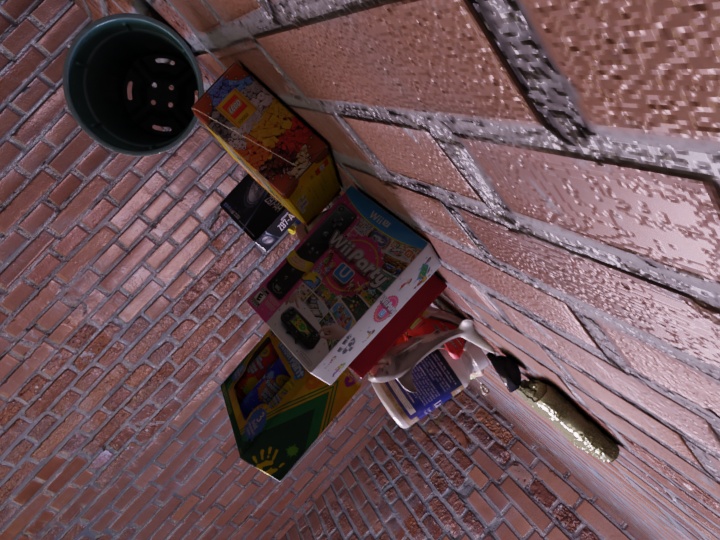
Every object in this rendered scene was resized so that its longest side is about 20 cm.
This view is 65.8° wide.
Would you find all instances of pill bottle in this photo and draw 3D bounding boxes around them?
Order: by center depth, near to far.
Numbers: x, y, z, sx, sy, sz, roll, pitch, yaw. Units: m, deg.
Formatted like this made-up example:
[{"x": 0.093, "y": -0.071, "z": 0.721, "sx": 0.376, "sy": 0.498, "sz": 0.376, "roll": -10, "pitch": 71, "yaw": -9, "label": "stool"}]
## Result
[{"x": 0.129, "y": 0.190, "z": 1.029, "sx": 0.116, "sy": 0.200, "sz": 0.116, "roll": 55, "pitch": -179, "yaw": -1, "label": "pill bottle"}]

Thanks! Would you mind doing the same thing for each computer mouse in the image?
[{"x": 0.246, "y": 0.165, "z": 0.951, "sx": 0.059, "sy": 0.034, "sz": 0.200, "roll": 58, "pitch": -175, "yaw": 4, "label": "computer mouse"}]

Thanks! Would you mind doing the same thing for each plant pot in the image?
[{"x": -0.344, "y": -0.292, "z": 0.910, "sx": 0.200, "sy": 0.200, "sz": 0.196, "roll": 44, "pitch": -176, "yaw": -15, "label": "plant pot"}]

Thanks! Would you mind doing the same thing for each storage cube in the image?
[{"x": -0.004, "y": 0.028, "z": 0.848, "sx": 0.171, "sy": 0.180, "sz": 0.200, "roll": 43, "pitch": 178, "yaw": -3, "label": "storage cube"}]

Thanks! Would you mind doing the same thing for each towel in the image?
[{"x": 0.311, "y": 0.228, "z": 0.861, "sx": 0.148, "sy": 0.036, "sz": 0.200, "roll": 42, "pitch": 177, "yaw": 9, "label": "towel"}]

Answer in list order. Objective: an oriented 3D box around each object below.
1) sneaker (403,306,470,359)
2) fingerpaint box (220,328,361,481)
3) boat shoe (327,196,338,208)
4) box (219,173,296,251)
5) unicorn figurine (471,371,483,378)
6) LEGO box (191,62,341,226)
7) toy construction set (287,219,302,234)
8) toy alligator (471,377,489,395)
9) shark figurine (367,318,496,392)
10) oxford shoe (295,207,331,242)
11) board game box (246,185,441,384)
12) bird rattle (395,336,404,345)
[{"x": 0.094, "y": 0.101, "z": 0.975, "sx": 0.200, "sy": 0.085, "sz": 0.077, "roll": 15, "pitch": 159, "yaw": 31, "label": "sneaker"}, {"x": -0.108, "y": 0.163, "z": 0.791, "sx": 0.073, "sy": 0.167, "sz": 0.200, "roll": 42, "pitch": 179, "yaw": -27, "label": "fingerpaint box"}, {"x": -0.084, "y": -0.120, "z": 0.943, "sx": 0.072, "sy": 0.062, "sz": 0.200, "roll": 43, "pitch": 177, "yaw": -6, "label": "boat shoe"}, {"x": -0.209, "y": -0.152, "z": 1.232, "sx": 0.200, "sy": 0.160, "sz": 0.044, "roll": 42, "pitch": 178, "yaw": 43, "label": "box"}, {"x": 0.221, "y": 0.190, "z": 1.330, "sx": 0.200, "sy": 0.074, "sz": 0.137, "roll": 29, "pitch": 171, "yaw": -13, "label": "unicorn figurine"}, {"x": -0.109, "y": -0.149, "z": 0.716, "sx": 0.149, "sy": 0.077, "sz": 0.200, "roll": 43, "pitch": 177, "yaw": 5, "label": "LEGO box"}, {"x": -0.055, "y": -0.053, "z": 1.232, "sx": 0.200, "sy": 0.092, "sz": 0.131, "roll": 36, "pitch": 157, "yaw": -31, "label": "toy construction set"}, {"x": 0.275, "y": 0.243, "z": 1.457, "sx": 0.200, "sy": 0.059, "sz": 0.054, "roll": 43, "pitch": 137, "yaw": 7, "label": "toy alligator"}, {"x": 0.096, "y": 0.146, "z": 0.891, "sx": 0.128, "sy": 0.214, "sz": 0.090, "roll": -17, "pitch": 92, "yaw": 68, "label": "shark figurine"}, {"x": -0.044, "y": -0.077, "z": 0.993, "sx": 0.071, "sy": 0.074, "sz": 0.200, "roll": 56, "pitch": -162, "yaw": -3, "label": "oxford shoe"}, {"x": -0.023, "y": 0.014, "z": 0.687, "sx": 0.147, "sy": 0.200, "sz": 0.064, "roll": 40, "pitch": 176, "yaw": 34, "label": "board game box"}, {"x": 0.106, "y": 0.126, "z": 1.116, "sx": 0.200, "sy": 0.163, "sz": 0.113, "roll": 34, "pitch": 160, "yaw": -8, "label": "bird rattle"}]
